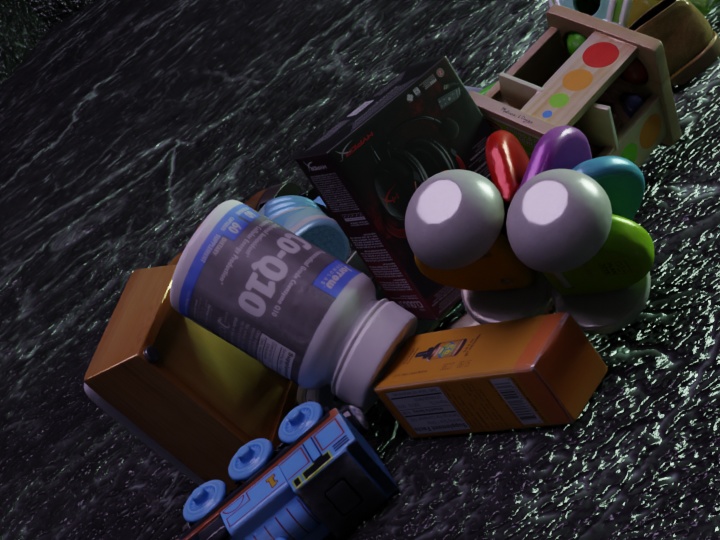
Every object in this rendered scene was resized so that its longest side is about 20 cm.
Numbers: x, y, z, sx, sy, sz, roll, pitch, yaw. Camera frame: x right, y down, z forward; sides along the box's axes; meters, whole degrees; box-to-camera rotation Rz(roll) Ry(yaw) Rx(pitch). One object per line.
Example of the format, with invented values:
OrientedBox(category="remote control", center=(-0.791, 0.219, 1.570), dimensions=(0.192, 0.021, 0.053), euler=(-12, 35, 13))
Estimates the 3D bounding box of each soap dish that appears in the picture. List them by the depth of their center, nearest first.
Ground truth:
OrientedBox(category="soap dish", center=(-0.146, 0.102, 1.607), dimensions=(0.081, 0.200, 0.158), euler=(-35, 23, 34))

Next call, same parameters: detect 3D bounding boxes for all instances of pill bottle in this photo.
OrientedBox(category="pill bottle", center=(-0.057, 0.033, 1.536), dimensions=(0.114, 0.199, 0.114), euler=(-56, -13, -20))

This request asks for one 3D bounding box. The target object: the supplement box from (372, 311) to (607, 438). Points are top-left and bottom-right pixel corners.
OrientedBox(category="supplement box", center=(0.102, 0.088, 1.431), dimensions=(0.199, 0.069, 0.067), euler=(-9, 35, 50))

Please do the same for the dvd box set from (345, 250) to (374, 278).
OrientedBox(category="dvd box set", center=(0.000, 0.000, 1.682), dimensions=(0.147, 0.029, 0.200), euler=(-50, -1, -33))

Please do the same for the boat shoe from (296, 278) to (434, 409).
OrientedBox(category="boat shoe", center=(0.008, 0.053, 1.627), dimensions=(0.200, 0.072, 0.062), euler=(-50, 26, -17))

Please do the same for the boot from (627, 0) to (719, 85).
OrientedBox(category="boot", center=(0.256, -0.188, 1.714), dimensions=(0.200, 0.076, 0.074), euler=(-40, 23, 0))

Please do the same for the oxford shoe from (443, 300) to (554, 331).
OrientedBox(category="oxford shoe", center=(0.143, 0.000, 1.523), dimensions=(0.199, 0.074, 0.071), euler=(-38, 22, 4))

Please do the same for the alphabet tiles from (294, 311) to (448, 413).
OrientedBox(category="alphabet tiles", center=(-0.010, 0.084, 1.701), dimensions=(0.167, 0.008, 0.199), euler=(-50, 23, -24))

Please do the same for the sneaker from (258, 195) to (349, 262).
OrientedBox(category="sneaker", center=(-0.105, 0.003, 1.774), dimensions=(0.199, 0.080, 0.131), euler=(-36, 26, 2))

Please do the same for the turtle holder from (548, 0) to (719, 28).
OrientedBox(category="turtle holder", center=(0.281, -0.280, 1.807), dimensions=(0.184, 0.141, 0.133), euler=(13, 62, 14))

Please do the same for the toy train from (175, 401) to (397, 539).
OrientedBox(category="toy train", center=(-0.067, 0.194, 1.474), dimensions=(0.200, 0.087, 0.114), euler=(-39, 27, 0))

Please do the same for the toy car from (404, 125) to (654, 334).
OrientedBox(category="toy car", center=(0.143, -0.044, 1.406), dimensions=(0.198, 0.175, 0.151), euler=(1, 64, 29))

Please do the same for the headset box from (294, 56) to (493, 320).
OrientedBox(category="headset box", center=(0.061, -0.063, 1.552), dimensions=(0.148, 0.201, 0.075), euler=(-39, 16, -20))

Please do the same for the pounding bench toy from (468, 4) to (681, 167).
OrientedBox(category="pounding bench toy", center=(0.172, -0.156, 1.613), dimensions=(0.199, 0.125, 0.156), euler=(27, 64, 36))

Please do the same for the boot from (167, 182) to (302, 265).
OrientedBox(category="boot", center=(-0.181, -0.027, 2.118), dimensions=(0.199, 0.069, 0.189), euler=(-19, 30, 44))

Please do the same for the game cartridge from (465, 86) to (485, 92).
OrientedBox(category="game cartridge", center=(0.116, -0.159, 1.786), dimensions=(0.132, 0.041, 0.200), euler=(5, 13, 1))

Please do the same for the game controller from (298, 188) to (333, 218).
OrientedBox(category="game controller", center=(-0.007, -0.082, 1.977), dimensions=(0.104, 0.042, 0.200), euler=(-43, 22, -10))
